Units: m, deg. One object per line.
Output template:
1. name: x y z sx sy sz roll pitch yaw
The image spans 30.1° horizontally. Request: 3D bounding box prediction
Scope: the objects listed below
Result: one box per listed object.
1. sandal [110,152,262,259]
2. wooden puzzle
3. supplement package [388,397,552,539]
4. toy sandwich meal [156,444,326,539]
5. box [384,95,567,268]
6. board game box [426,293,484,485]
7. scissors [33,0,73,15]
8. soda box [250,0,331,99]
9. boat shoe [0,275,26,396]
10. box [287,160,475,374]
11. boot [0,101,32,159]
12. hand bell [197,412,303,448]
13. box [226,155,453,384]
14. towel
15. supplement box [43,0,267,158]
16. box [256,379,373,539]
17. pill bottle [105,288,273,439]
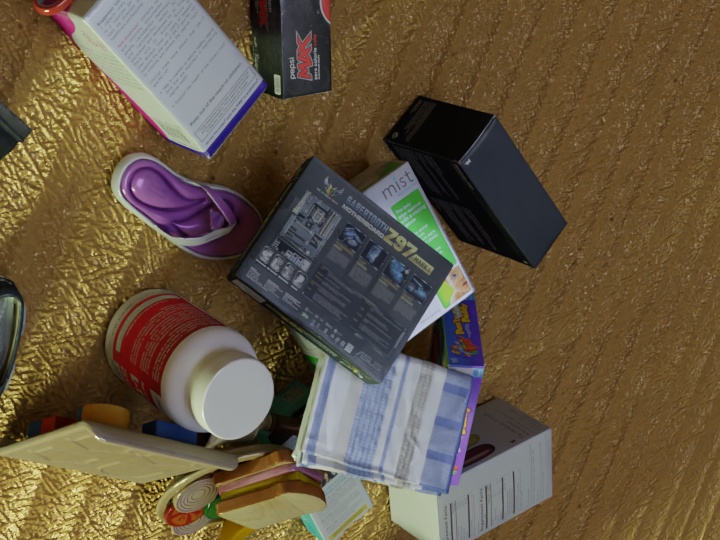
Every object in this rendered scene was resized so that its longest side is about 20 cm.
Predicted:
1. sandal: -0.180 -0.060 1.432 0.201 0.050 0.083 23 92 -41
2. wooden puzzle: -0.251 0.178 1.379 0.184 0.198 0.047 21 66 -40
3. supplement package: 0.145 0.269 1.763 0.198 0.113 0.111 -22 120 -31
4. toy sandwich meal: -0.131 0.263 1.512 0.202 0.071 0.206 -16 152 -9
5. box: 0.140 -0.106 1.607 0.079 0.141 0.200 -50 129 -11
6. board game box: 0.109 0.144 1.639 0.044 0.135 0.202 4 128 -5
7. scissors: -0.252 -0.325 1.272 0.201 0.073 0.014 -51 157 -14
8. soda box: -0.075 -0.290 1.423 0.070 0.063 0.203 -15 115 -33
9. boat shoe: -0.384 0.104 1.324 0.075 0.060 0.203 7 102 -39
10. box: 0.000 0.000 1.530 0.199 0.096 0.178 -34 106 -18
11. boot: -0.421 -0.102 1.225 0.201 0.065 0.165 -51 127 -7
12. hand bell: -0.095 0.173 1.524 0.198 0.104 0.106 13 98 -29
13. box: -0.020 0.001 1.432 0.199 0.051 0.159 36 75 -12
14. towel: 0.028 0.164 1.487 0.198 0.024 0.149 17 84 -25
15. supplement box: -0.202 -0.221 1.323 0.104 0.101 0.200 -52 130 -11
16. box: -0.059 0.237 1.633 0.082 0.049 0.202 -38 126 -21
17. pill bottle: -0.177 0.099 1.393 0.111 0.199 0.114 -13 114 -33
